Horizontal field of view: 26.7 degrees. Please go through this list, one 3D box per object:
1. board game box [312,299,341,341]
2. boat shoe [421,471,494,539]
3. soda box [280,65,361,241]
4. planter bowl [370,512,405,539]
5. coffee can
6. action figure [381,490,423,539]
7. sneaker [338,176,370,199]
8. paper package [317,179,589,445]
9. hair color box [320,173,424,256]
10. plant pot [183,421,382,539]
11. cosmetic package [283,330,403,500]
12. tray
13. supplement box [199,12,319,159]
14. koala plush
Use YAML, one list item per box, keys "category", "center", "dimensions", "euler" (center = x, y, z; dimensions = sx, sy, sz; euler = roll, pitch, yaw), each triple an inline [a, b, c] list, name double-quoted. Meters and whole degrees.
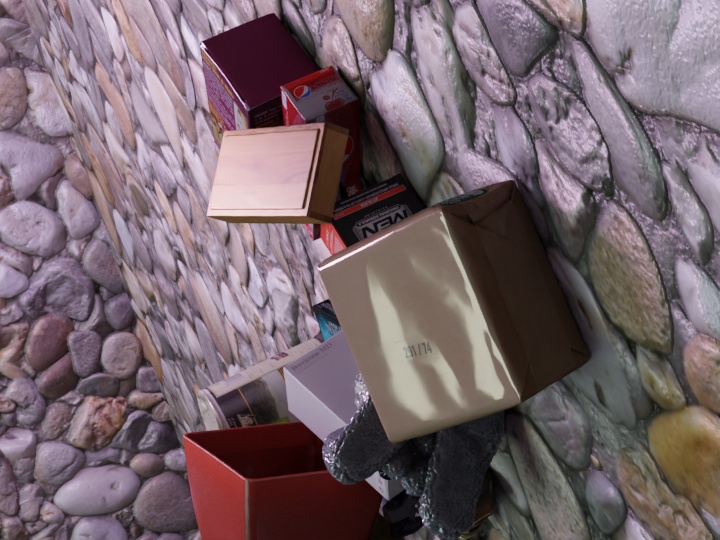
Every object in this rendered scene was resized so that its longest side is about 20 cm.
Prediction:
- category: "board game box"
  center: [0.001, 0.120, 1.993]
  dimensions: [0.200, 0.028, 0.137]
  euler: [22, 133, 67]
- category: "boat shoe"
  center: [0.120, 0.271, 1.765]
  dimensions: [0.074, 0.075, 0.200]
  euler: [62, 172, -6]
- category: "soda box"
  center: [-0.042, -0.130, 1.712]
  dimensions: [0.064, 0.069, 0.201]
  euler: [53, 158, 34]
- category: "planter bowl"
  center: [0.029, 0.408, 1.955]
  dimensions: [0.201, 0.083, 0.201]
  euler: [51, -172, -10]
- category: "coffee can"
  center: [-0.113, 0.196, 2.150]
  dimensions: [0.147, 0.198, 0.147]
  euler: [56, 161, 30]
- category: "action figure"
  center: [0.029, 0.244, 1.967]
  dimensions: [0.130, 0.069, 0.201]
  euler: [41, 155, 60]
- category: "sneaker"
  center: [0.003, -0.001, 1.665]
  dimensions: [0.201, 0.059, 0.105]
  euler: [-84, -26, -44]
- category: "paper package"
  center: [0.080, 0.040, 1.384]
  dimensions: [0.199, 0.103, 0.192]
  euler: [-24, 90, 50]
- category: "hair color box"
  center: [0.047, 0.006, 1.565]
  dimensions: [0.201, 0.101, 0.061]
  euler: [57, 161, 26]
- category: "plant pot"
  center: [-0.098, 0.306, 1.894]
  dimensions: [0.199, 0.198, 0.178]
  euler: [21, 111, 58]
- category: "cosmetic package"
  center: [0.009, 0.169, 1.828]
  dimensions: [0.200, 0.112, 0.082]
  euler: [37, 147, 35]
- category: "tray"
  center: [-0.093, -0.102, 1.625]
  dimensions: [0.199, 0.037, 0.100]
  euler: [3, 80, 53]
- category: "supplement box"
  center: [-0.111, -0.180, 1.802]
  dimensions: [0.131, 0.102, 0.201]
  euler: [55, 161, 33]
- category: "koala plush"
  center: [0.065, 0.169, 1.646]
  dimensions: [0.176, 0.185, 0.200]
  euler: [30, 175, -2]
